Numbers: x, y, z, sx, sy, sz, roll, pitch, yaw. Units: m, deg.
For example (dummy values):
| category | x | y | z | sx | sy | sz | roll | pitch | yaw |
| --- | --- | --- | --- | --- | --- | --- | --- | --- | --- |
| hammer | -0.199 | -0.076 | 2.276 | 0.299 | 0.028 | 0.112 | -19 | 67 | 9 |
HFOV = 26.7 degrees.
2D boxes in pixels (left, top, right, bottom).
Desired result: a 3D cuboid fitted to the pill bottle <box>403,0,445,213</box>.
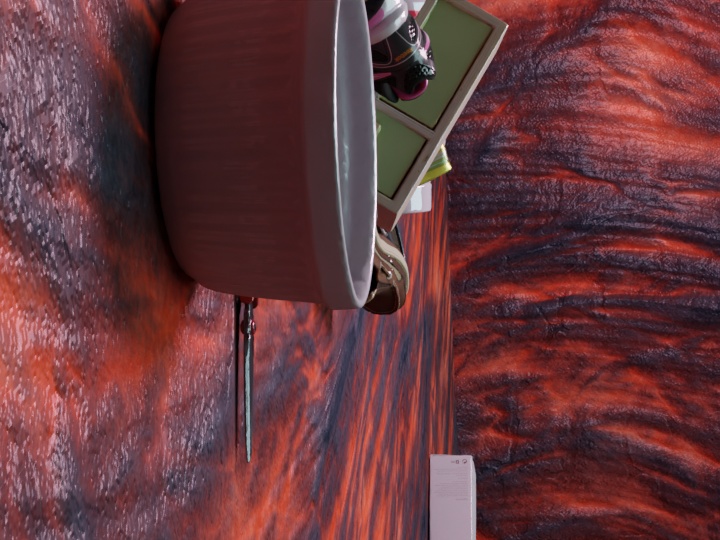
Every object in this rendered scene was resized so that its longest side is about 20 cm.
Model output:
| category | x | y | z | sx | sy | sz | roll | pitch | yaw |
| --- | --- | --- | --- | --- | --- | --- | --- | --- | --- |
| pill bottle | 0.022 | -0.156 | 1.446 | 0.120 | 0.118 | 0.202 | -42 | 130 | -81 |

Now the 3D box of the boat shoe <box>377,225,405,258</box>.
| category | x | y | z | sx | sy | sz | roll | pitch | yaw |
| --- | --- | --- | --- | --- | --- | --- | --- | --- | --- |
| boat shoe | 0.015 | -0.076 | 1.614 | 0.201 | 0.060 | 0.076 | 82 | 10 | -45 |

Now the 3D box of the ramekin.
| category | x | y | z | sx | sy | sz | roll | pitch | yaw |
| --- | --- | --- | --- | --- | --- | --- | --- | --- | --- |
| ramekin | -0.052 | -0.078 | 0.892 | 0.200 | 0.104 | 0.202 | -1 | 90 | -84 |

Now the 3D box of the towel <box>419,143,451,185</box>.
| category | x | y | z | sx | sy | sz | roll | pitch | yaw |
| --- | --- | --- | --- | --- | --- | --- | --- | --- | --- |
| towel | 0.016 | -0.169 | 1.372 | 0.018 | 0.086 | 0.202 | 5 | -64 | 65 |

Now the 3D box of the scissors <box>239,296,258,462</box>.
| category | x | y | z | sx | sy | sz | roll | pitch | yaw |
| --- | --- | --- | --- | --- | --- | --- | --- | --- | --- |
| scissors | -0.079 | 0.025 | 1.039 | 0.073 | 0.014 | 0.202 | 79 | 13 | -67 |

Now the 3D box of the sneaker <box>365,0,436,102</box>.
| category | x | y | z | sx | sy | sz | roll | pitch | yaw |
| --- | --- | --- | --- | --- | --- | --- | --- | --- | --- |
| sneaker | 0.017 | -0.174 | 1.225 | 0.087 | 0.080 | 0.200 | 54 | 6 | -9 |

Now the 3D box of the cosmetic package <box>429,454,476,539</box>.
| category | x | y | z | sx | sy | sz | roll | pitch | yaw |
| --- | --- | --- | --- | --- | --- | --- | --- | --- | --- |
| cosmetic package | 0.162 | 0.436 | 2.671 | 0.113 | 0.080 | 0.202 | 74 | 18 | -64 |

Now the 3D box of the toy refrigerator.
| category | x | y | z | sx | sy | sz | roll | pitch | yaw |
| --- | --- | --- | --- | --- | --- | --- | --- | --- | --- |
| toy refrigerator | 0.046 | -0.143 | 1.324 | 0.201 | 0.076 | 0.070 | -59 | 177 | -13 |

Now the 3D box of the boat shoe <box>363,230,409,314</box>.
| category | x | y | z | sx | sy | sz | roll | pitch | yaw |
| --- | --- | --- | --- | --- | --- | --- | --- | --- | --- |
| boat shoe | -0.006 | 0.000 | 1.418 | 0.203 | 0.074 | 0.075 | 57 | 33 | -55 |
